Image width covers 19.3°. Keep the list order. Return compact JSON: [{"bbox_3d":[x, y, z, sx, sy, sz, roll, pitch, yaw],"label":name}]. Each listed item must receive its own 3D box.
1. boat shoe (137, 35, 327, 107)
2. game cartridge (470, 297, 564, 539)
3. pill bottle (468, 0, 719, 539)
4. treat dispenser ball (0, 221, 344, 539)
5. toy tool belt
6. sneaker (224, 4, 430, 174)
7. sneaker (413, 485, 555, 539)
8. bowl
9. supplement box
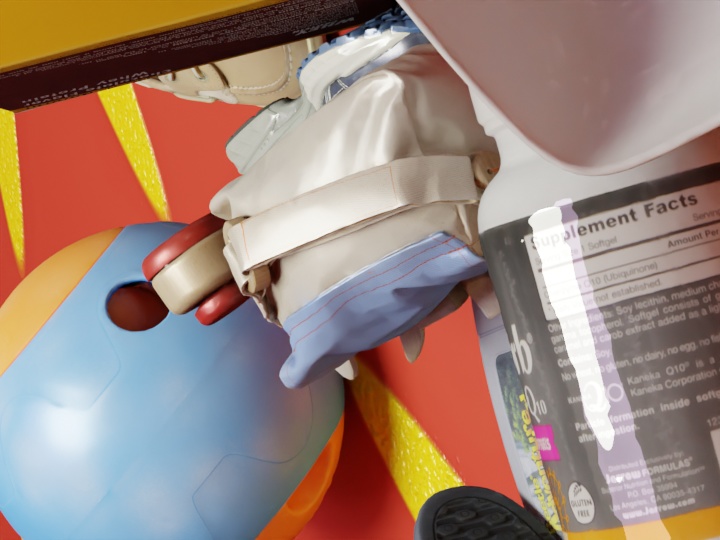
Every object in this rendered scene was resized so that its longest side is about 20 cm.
[{"bbox_3d":[-0.087,-0.122,1.145,0.200,0.065,0.072,16,117,55],"label":"boat shoe"},{"bbox_3d":[0.106,0.070,0.902,0.133,0.041,0.200,-32,74,67],"label":"game cartridge"},{"bbox_3d":[0.109,0.008,0.772,0.116,0.116,0.200,-21,84,64],"label":"pill bottle"},{"bbox_3d":[-0.108,0.074,1.136,0.201,0.201,0.201,38,135,51],"label":"treat dispenser ball"},{"bbox_3d":[0.000,0.000,0.895,0.200,0.125,0.123,-36,87,39],"label":"toy tool belt"},{"bbox_3d":[0.011,-0.066,0.995,0.085,0.077,0.200,58,153,3],"label":"sneaker"},{"bbox_3d":[0.078,0.182,0.905,0.200,0.066,0.079,54,151,35],"label":"sneaker"},{"bbox_3d":[0.090,-0.154,0.658,0.200,0.075,0.200,-33,106,27],"label":"bowl"},{"bbox_3d":[-0.093,-0.160,0.922,0.200,0.197,0.133,-30,-74,-87],"label":"supplement box"}]
